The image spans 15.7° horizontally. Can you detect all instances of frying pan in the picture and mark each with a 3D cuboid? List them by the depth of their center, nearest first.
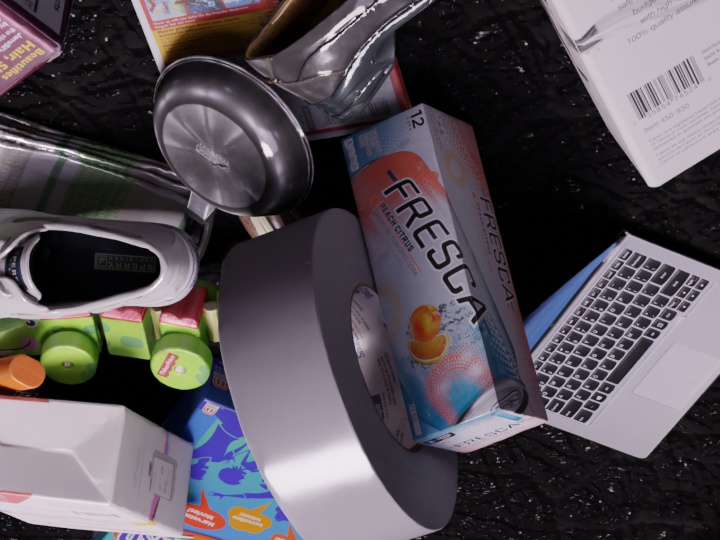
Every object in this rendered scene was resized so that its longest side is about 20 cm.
[{"bbox_3d":[-0.101,-0.064,1.597,0.115,0.031,0.190,49,140,-9],"label":"frying pan"}]

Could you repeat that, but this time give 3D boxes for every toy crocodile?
[{"bbox_3d":[-0.151,0.030,1.678,0.198,0.068,0.062,1,135,11],"label":"toy crocodile"}]

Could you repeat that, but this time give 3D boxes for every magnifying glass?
[{"bbox_3d":[-0.255,0.072,1.729,0.079,0.023,0.200,30,164,-22],"label":"magnifying glass"}]

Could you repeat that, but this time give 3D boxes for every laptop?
[{"bbox_3d":[0.151,0.077,1.716,0.199,0.116,0.188,21,133,-17],"label":"laptop"}]

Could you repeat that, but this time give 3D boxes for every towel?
[{"bbox_3d":[-0.205,-0.030,1.689,0.199,0.031,0.150,16,133,-12],"label":"towel"}]

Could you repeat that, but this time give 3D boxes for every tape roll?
[{"bbox_3d":[-0.011,0.068,1.558,0.066,0.201,0.201,-20,131,18],"label":"tape roll"}]

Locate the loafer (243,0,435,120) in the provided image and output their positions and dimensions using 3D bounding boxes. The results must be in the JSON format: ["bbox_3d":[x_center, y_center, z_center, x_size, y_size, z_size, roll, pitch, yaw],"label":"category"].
[{"bbox_3d":[0.005,-0.175,1.486,0.072,0.073,0.201,16,120,-26],"label":"loafer"}]

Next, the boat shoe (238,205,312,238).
[{"bbox_3d":[-0.002,-0.003,1.689,0.075,0.075,0.202,-40,123,5],"label":"boat shoe"}]

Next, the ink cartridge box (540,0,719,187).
[{"bbox_3d":[0.174,-0.169,1.464,0.146,0.083,0.200,-31,129,2],"label":"ink cartridge box"}]

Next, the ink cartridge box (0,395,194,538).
[{"bbox_3d":[-0.184,0.133,1.739,0.116,0.068,0.200,5,168,13],"label":"ink cartridge box"}]

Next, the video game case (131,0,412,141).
[{"bbox_3d":[-0.060,-0.154,1.566,0.142,0.018,0.201,-8,134,11],"label":"video game case"}]

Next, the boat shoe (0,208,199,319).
[{"bbox_3d":[-0.202,-0.006,1.630,0.199,0.074,0.065,-6,179,15],"label":"boat shoe"}]

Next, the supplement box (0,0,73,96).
[{"bbox_3d":[-0.277,-0.181,1.491,0.131,0.104,0.200,-32,125,31],"label":"supplement box"}]

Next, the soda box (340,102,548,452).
[{"bbox_3d":[0.050,0.004,1.585,0.063,0.201,0.068,-23,160,26],"label":"soda box"}]

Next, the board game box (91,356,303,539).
[{"bbox_3d":[-0.084,0.160,1.860,0.151,0.045,0.200,21,133,-17],"label":"board game box"}]
